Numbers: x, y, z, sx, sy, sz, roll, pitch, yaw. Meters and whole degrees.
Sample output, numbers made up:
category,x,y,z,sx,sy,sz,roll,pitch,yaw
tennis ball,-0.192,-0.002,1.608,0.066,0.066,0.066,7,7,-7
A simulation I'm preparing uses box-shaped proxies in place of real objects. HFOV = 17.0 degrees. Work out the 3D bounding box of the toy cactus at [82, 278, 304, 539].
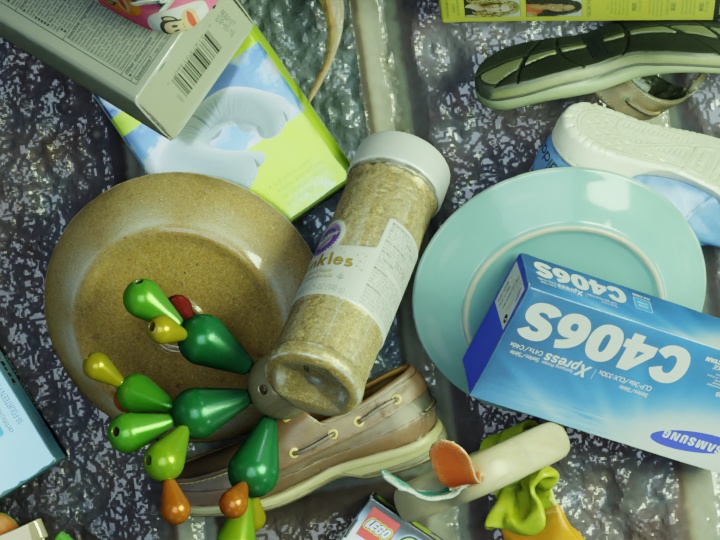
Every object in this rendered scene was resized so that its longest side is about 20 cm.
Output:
category,x,y,z,sx,sy,sz,roll,pitch,yaw
toy cactus,-0.086,0.094,1.594,0.165,0.102,0.200,-19,71,-11

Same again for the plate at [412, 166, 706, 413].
category,x,y,z,sx,sy,sz,roll,pitch,yaw
plate,0.135,0.022,1.614,0.199,0.026,0.201,-2,123,-4

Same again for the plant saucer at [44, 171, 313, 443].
category,x,y,z,sx,sy,sz,roll,pitch,yaw
plant saucer,-0.123,0.033,1.651,0.199,0.035,0.201,2,110,6

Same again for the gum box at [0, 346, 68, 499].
category,x,y,z,sx,sy,sz,roll,pitch,yaw
gum box,-0.336,0.114,1.696,0.200,0.045,0.170,-32,88,5

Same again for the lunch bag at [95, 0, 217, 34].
category,x,y,z,sx,sy,sz,roll,pitch,yaw
lunch bag,-0.112,-0.254,1.562,0.176,0.082,0.200,30,76,23

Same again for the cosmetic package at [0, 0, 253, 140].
category,x,y,z,sx,sy,sz,roll,pitch,yaw
cosmetic package,-0.184,-0.184,1.633,0.200,0.073,0.104,33,83,26

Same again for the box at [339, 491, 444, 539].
category,x,y,z,sx,sy,sz,roll,pitch,yaw
box,0.060,0.255,1.667,0.200,0.035,0.110,35,92,4

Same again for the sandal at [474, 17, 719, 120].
category,x,y,z,sx,sy,sz,roll,pitch,yaw
sandal,0.179,-0.132,1.650,0.200,0.080,0.057,-9,117,6

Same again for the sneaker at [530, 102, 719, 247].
category,x,y,z,sx,sy,sz,roll,pitch,yaw
sneaker,0.200,-0.036,1.644,0.199,0.077,0.111,16,129,-22

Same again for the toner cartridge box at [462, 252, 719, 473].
category,x,y,z,sx,sy,sz,roll,pitch,yaw
toner cartridge box,0.178,0.064,1.605,0.199,0.043,0.095,17,121,-16

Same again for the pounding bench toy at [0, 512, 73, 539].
category,x,y,z,sx,sy,sz,roll,pitch,yaw
pounding bench toy,-0.218,0.234,1.642,0.200,0.124,0.156,-23,88,-10

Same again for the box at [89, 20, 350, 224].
category,x,y,z,sx,sy,sz,roll,pitch,yaw
box,-0.106,-0.112,1.678,0.122,0.048,0.200,-35,88,3

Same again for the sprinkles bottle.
category,x,y,z,sx,sy,sz,roll,pitch,yaw
sprinkles bottle,0.000,0.000,1.585,0.068,0.068,0.200,19,53,5

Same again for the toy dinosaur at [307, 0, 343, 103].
category,x,y,z,sx,sy,sz,roll,pitch,yaw
toy dinosaur,-0.033,-0.226,1.676,0.106,0.060,0.200,-34,77,16

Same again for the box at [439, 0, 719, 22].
category,x,y,z,sx,sy,sz,roll,pitch,yaw
box,0.154,-0.212,1.647,0.199,0.050,0.076,1,70,6

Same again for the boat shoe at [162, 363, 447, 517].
category,x,y,z,sx,sy,sz,roll,pitch,yaw
boat shoe,-0.043,0.115,1.652,0.199,0.072,0.068,-16,108,-1

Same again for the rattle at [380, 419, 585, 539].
category,x,y,z,sx,sy,sz,roll,pitch,yaw
rattle,0.087,0.173,1.582,0.130,0.200,0.143,-7,89,5
